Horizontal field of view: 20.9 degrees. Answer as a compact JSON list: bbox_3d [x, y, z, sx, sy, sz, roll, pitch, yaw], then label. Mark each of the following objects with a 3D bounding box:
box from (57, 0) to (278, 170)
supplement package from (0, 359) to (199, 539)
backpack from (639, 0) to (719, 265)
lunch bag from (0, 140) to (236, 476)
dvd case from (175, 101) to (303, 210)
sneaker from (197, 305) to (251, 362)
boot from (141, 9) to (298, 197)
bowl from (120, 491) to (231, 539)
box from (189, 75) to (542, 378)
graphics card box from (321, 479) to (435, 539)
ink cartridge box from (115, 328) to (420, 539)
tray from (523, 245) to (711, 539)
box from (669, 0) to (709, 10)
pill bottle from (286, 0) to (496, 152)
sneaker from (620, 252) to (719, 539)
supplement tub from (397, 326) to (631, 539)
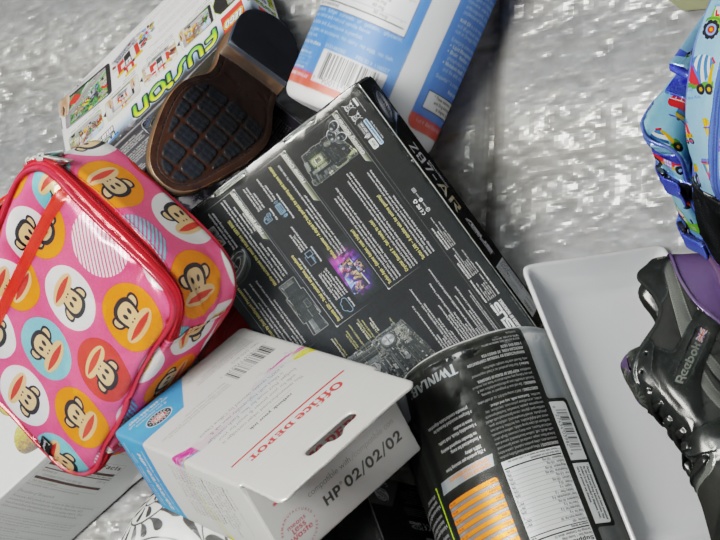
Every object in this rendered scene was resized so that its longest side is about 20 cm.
[{"bbox_3d":[-0.148,-0.150,1.481,0.200,0.035,0.110,-40,40,20],"label":"box"},{"bbox_3d":[-0.218,0.104,1.436,0.200,0.109,0.114,-42,58,19],"label":"supplement package"},{"bbox_3d":[0.243,-0.105,1.092,0.134,0.200,0.183,22,69,37],"label":"backpack"},{"bbox_3d":[-0.186,0.016,1.278,0.176,0.082,0.200,44,128,15],"label":"lunch bag"},{"bbox_3d":[-0.105,-0.062,1.410,0.149,0.016,0.200,-56,31,4],"label":"dvd case"},{"bbox_3d":[-0.030,0.025,1.363,0.200,0.078,0.116,-44,69,26],"label":"sneaker"},{"bbox_3d":[-0.110,-0.092,1.344,0.075,0.200,0.097,40,131,-8],"label":"boot"},{"bbox_3d":[-0.102,0.227,1.283,0.200,0.094,0.202,15,114,36],"label":"bowl"},{"bbox_3d":[0.000,0.000,1.283,0.160,0.044,0.200,-36,93,17],"label":"box"},{"bbox_3d":[0.048,0.229,1.208,0.051,0.125,0.201,-33,62,25],"label":"graphics card box"},{"bbox_3d":[-0.048,0.108,1.193,0.115,0.068,0.200,-40,27,-23],"label":"ink cartridge box"},{"bbox_3d":[0.174,0.080,1.188,0.022,0.107,0.201,-59,45,53],"label":"tray"},{"bbox_3d":[0.247,-0.235,1.160,0.199,0.176,0.097,-1,77,35],"label":"box"},{"bbox_3d":[0.036,-0.190,1.336,0.112,0.112,0.201,25,92,37],"label":"pill bottle"},{"bbox_3d":[0.196,0.082,1.150,0.087,0.076,0.201,2,60,6],"label":"sneaker"},{"bbox_3d":[0.103,0.147,1.193,0.122,0.122,0.201,-31,62,24],"label":"supplement tub"}]
